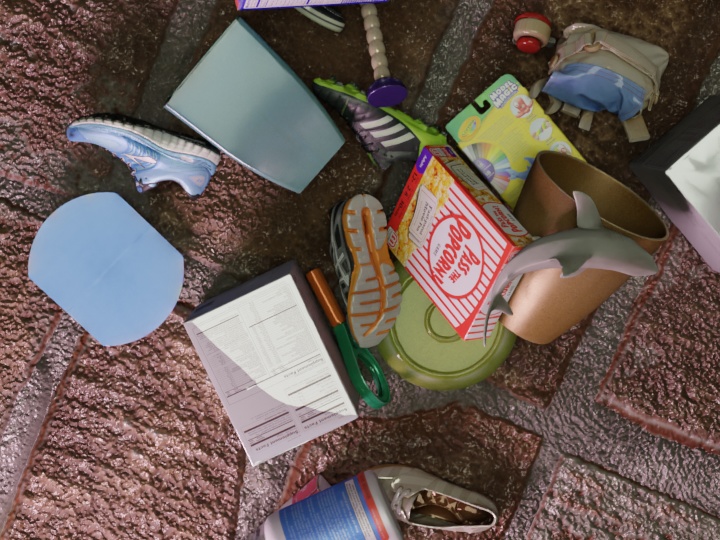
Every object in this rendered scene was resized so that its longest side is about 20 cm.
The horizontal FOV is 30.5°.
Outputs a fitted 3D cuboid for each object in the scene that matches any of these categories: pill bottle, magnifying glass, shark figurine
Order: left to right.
[{"bbox_3d":[-0.053,0.338,1.651,0.199,0.112,0.113,-24,97,-1],"label":"pill bottle"},{"bbox_3d":[-0.016,0.089,1.729,0.022,0.080,0.200,-31,85,19],"label":"magnifying glass"},{"bbox_3d":[0.218,-0.001,1.499,0.214,0.090,0.128,-21,116,17],"label":"shark figurine"}]

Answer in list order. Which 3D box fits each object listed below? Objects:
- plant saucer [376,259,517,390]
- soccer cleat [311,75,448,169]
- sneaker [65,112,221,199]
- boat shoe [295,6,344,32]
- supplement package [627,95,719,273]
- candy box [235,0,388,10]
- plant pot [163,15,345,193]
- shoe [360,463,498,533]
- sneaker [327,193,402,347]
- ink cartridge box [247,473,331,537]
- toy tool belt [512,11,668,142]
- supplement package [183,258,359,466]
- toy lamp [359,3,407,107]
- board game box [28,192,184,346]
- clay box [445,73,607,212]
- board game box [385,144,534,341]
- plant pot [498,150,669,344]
[{"bbox_3d":[0.113,0.064,1.742,0.199,0.031,0.201,0,97,0],"label":"plant saucer"},{"bbox_3d":[0.019,-0.179,1.681,0.200,0.068,0.081,26,102,-18],"label":"soccer cleat"},{"bbox_3d":[-0.285,-0.144,1.691,0.199,0.078,0.090,18,100,-2],"label":"sneaker"},{"bbox_3d":[-0.090,-0.380,1.665,0.200,0.075,0.062,44,101,0],"label":"boat shoe"},{"bbox_3d":[0.466,-0.102,1.639,0.147,0.200,0.191,-40,96,4],"label":"supplement package"},{"bbox_3d":[-0.068,-0.407,1.599,0.199,0.077,0.170,-7,68,-20],"label":"candy box"},{"bbox_3d":[-0.123,-0.200,1.658,0.200,0.141,0.141,40,95,-12],"label":"plant pot"},{"bbox_3d":[0.090,0.306,1.760,0.199,0.053,0.070,13,97,-2],"label":"shoe"},{"bbox_3d":[0.000,0.000,1.711,0.078,0.077,0.201,-8,97,-33],"label":"sneaker"},{"bbox_3d":[-0.083,0.394,1.754,0.200,0.083,0.147,-42,96,4],"label":"ink cartridge box"},{"bbox_3d":[0.277,-0.240,1.651,0.199,0.125,0.123,16,75,-2],"label":"toy tool belt"},{"bbox_3d":[-0.109,0.113,1.685,0.150,0.152,0.201,-25,97,3],"label":"supplement package"},{"bbox_3d":[0.014,-0.304,1.648,0.058,0.058,0.201,-13,67,1],"label":"toy lamp"},{"bbox_3d":[-0.330,-0.005,1.729,0.200,0.039,0.158,44,90,-10],"label":"board game box"},{"bbox_3d":[0.212,-0.146,1.707,0.115,0.048,0.200,-40,96,6],"label":"clay box"},{"bbox_3d":[0.119,-0.036,1.633,0.046,0.200,0.152,-5,133,-38],"label":"board game box"},{"bbox_3d":[0.247,-0.014,1.629,0.186,0.186,0.200,29,112,-4],"label":"plant pot"}]
